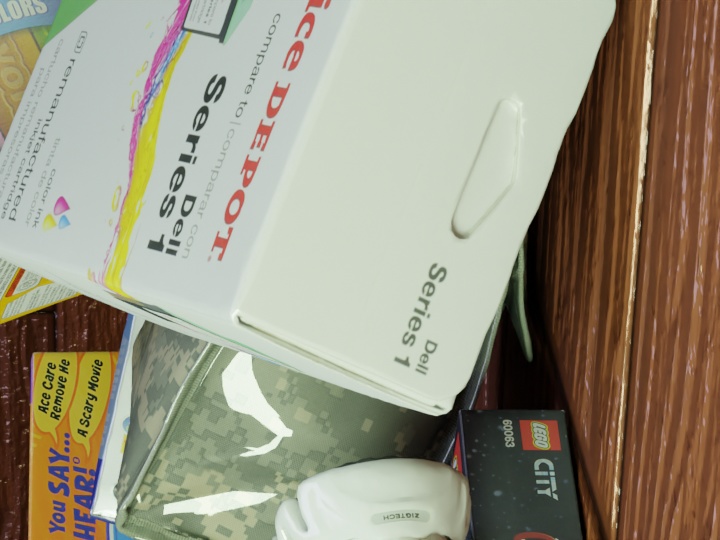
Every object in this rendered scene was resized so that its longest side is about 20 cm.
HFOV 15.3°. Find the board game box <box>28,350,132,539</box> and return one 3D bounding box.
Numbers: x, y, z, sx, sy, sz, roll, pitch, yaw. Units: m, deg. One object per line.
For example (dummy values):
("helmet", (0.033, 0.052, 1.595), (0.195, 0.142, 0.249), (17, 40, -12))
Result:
("board game box", (-0.071, 0.170, 1.398), (0.200, 0.199, 0.201), (101, 168, -65))

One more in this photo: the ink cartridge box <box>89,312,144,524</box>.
("ink cartridge box", (-0.041, 0.055, 1.183), (0.076, 0.136, 0.201), (120, 162, -84))

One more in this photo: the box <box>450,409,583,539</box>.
("box", (0.051, 0.165, 0.872), (0.137, 0.037, 0.201), (95, 173, -47))

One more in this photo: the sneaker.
("sneaker", (0.000, 0.147, 0.866), (0.200, 0.075, 0.081), (95, 164, -50))

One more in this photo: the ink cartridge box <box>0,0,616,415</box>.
("ink cartridge box", (-0.027, -0.049, 0.843), (0.200, 0.084, 0.145), (14, 82, 59))

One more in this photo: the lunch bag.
("lunch bag", (0.000, 0.000, 0.985), (0.201, 0.117, 0.164), (-61, 12, 18))

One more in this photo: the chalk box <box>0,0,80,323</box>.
("chalk box", (-0.152, -0.092, 1.027), (0.201, 0.123, 0.124), (61, 153, 13))
